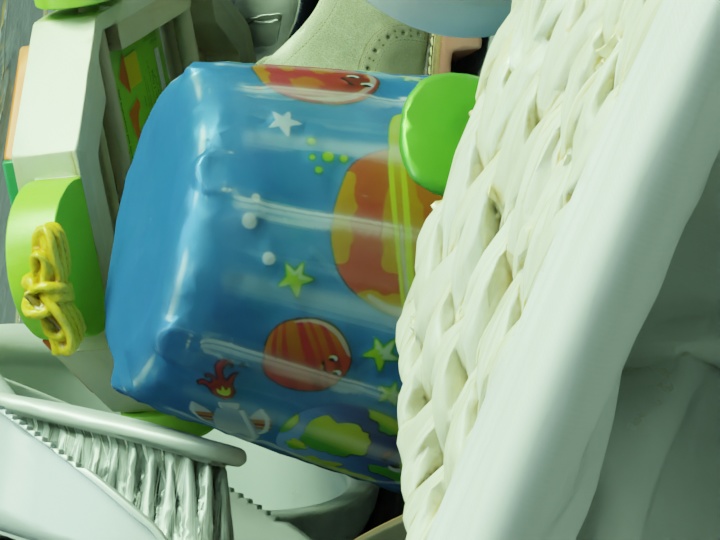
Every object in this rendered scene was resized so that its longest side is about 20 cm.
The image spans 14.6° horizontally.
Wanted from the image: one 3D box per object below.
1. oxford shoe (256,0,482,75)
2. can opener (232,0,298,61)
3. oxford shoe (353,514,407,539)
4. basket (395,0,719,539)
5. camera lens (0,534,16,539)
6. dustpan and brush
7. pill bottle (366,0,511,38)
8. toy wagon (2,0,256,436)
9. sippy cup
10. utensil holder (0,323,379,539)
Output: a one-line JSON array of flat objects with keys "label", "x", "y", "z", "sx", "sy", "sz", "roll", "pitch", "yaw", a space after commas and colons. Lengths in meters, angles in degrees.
[{"label": "oxford shoe", "x": -0.007, "y": -0.039, "z": 0.942, "sx": 0.071, "sy": 0.074, "sz": 0.201, "roll": 143, "pitch": 136, "yaw": -65}, {"label": "can opener", "x": -0.047, "y": -0.135, "z": 1.102, "sx": 0.200, "sy": 0.053, "sz": 0.067, "roll": -84, "pitch": -15, "yaw": -52}, {"label": "oxford shoe", "x": 0.021, "y": 0.104, "z": 0.766, "sx": 0.071, "sy": 0.071, "sz": 0.200, "roll": 49, "pitch": 145, "yaw": 10}, {"label": "basket", "x": 0.092, "y": -0.016, "z": 0.503, "sx": 0.123, "sy": 0.135, "sz": 0.200, "roll": -102, "pitch": 29, "yaw": -57}, {"label": "camera lens", "x": -0.159, "y": 0.173, "z": 0.818, "sx": 0.200, "sy": 0.160, "sz": 0.160, "roll": -22, "pitch": 49, "yaw": 28}, {"label": "dustpan and brush", "x": -0.098, "y": 0.045, "z": 0.816, "sx": 0.140, "sy": 0.200, "sz": 0.057, "roll": 27, "pitch": -102, "yaw": -66}, {"label": "pill bottle", "x": 0.057, "y": -0.149, "z": 0.744, "sx": 0.200, "sy": 0.112, "sz": 0.112, "roll": 128, "pitch": 149, "yaw": -55}, {"label": "toy wagon", "x": -0.072, "y": -0.025, "z": 0.889, "sx": 0.200, "sy": 0.039, "sz": 0.156, "roll": -46, "pitch": -52, "yaw": -64}, {"label": "sippy cup", "x": 0.000, "y": 0.000, "z": 0.799, "sx": 0.140, "sy": 0.130, "sz": 0.178, "roll": -104, "pitch": 29, "yaw": -56}, {"label": "utensil holder", "x": -0.098, "y": 0.140, "z": 0.965, "sx": 0.170, "sy": 0.169, "sz": 0.201, "roll": -126, "pitch": 48, "yaw": -68}]
